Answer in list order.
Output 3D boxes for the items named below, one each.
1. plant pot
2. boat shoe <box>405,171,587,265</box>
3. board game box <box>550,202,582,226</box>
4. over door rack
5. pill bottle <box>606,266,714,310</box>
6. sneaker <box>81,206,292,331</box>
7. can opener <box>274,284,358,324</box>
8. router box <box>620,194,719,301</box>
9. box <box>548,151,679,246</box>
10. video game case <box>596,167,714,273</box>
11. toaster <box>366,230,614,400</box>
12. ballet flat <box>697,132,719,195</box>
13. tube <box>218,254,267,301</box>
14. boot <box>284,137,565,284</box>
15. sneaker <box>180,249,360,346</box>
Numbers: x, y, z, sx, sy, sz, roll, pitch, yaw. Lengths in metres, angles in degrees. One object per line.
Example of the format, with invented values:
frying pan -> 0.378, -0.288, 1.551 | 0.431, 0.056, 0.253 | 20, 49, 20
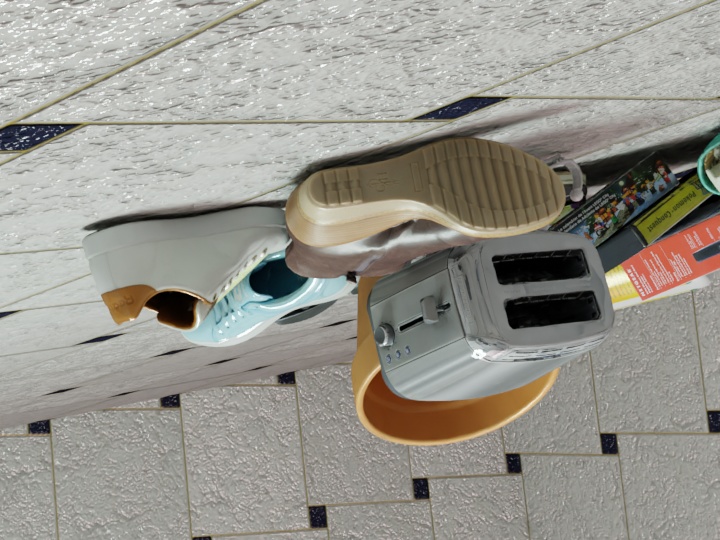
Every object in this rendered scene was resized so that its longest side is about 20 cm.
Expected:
plant pot -> 0.077, 0.055, 1.637 | 0.198, 0.141, 0.201 | -11, 144, -8
boat shoe -> 0.114, -0.036, 1.544 | 0.198, 0.065, 0.072 | -17, 170, 7
board game box -> 0.203, -0.046, 1.872 | 0.119, 0.033, 0.200 | -19, 172, 16
over door rack -> 0.074, -0.043, 1.397 | 0.147, 0.067, 0.199 | -19, 172, 40
pill bottle -> 0.303, -0.013, 2.001 | 0.198, 0.114, 0.113 | -16, 174, 23
sneaker -> -0.121, 0.002, 1.290 | 0.199, 0.086, 0.072 | -11, 173, -46
can opener -> 0.000, 0.000, 1.706 | 0.198, 0.053, 0.067 | -16, 159, 2
router box -> 0.368, -0.059, 1.629 | 0.200, 0.049, 0.179 | -35, -175, -41
box -> 0.213, -0.043, 1.610 | 0.136, 0.038, 0.200 | -36, 178, -7
video game case -> 0.266, -0.042, 1.613 | 0.180, 0.026, 0.200 | -36, 178, -30
toaster -> 0.113, 0.035, 1.372 | 0.198, 0.115, 0.129 | -3, 164, -35
ballet flat -> 0.337, -0.094, 1.441 | 0.070, 0.067, 0.200 | -45, -178, -10
tube -> -0.129, 0.000, 1.471 | 0.058, 0.052, 0.200 | -56, -171, -23
boot -> 0.042, -0.038, 1.267 | 0.198, 0.073, 0.167 | 0, 163, -5
sneaker -> -0.101, 0.014, 1.583 | 0.199, 0.075, 0.082 | -25, 161, 25
